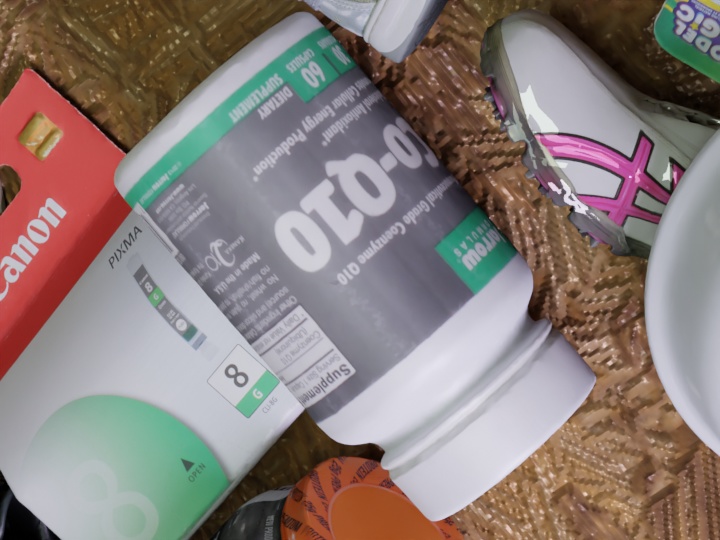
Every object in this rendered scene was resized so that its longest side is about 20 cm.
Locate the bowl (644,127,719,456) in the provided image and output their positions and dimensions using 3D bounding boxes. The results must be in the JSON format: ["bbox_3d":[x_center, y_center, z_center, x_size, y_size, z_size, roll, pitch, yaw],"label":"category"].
[{"bbox_3d":[0.211,0.022,0.813,0.200,0.090,0.202,-2,117,-4],"label":"bowl"}]

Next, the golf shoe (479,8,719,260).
[{"bbox_3d":[0.132,-0.037,0.882,0.092,0.073,0.200,-40,101,22],"label":"golf shoe"}]

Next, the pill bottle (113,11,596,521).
[{"bbox_3d":[0.000,0.000,0.924,0.113,0.113,0.200,-40,92,30],"label":"pill bottle"}]

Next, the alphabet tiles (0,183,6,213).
[{"bbox_3d":[-0.251,-0.055,1.071,0.167,0.008,0.201,-3,109,24],"label":"alphabet tiles"}]

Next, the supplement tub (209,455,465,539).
[{"bbox_3d":[-0.041,0.183,1.009,0.122,0.123,0.200,42,120,3],"label":"supplement tub"}]

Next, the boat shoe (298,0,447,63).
[{"bbox_3d":[0.031,-0.178,0.865,0.065,0.074,0.202,28,125,5],"label":"boat shoe"}]

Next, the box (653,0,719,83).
[{"bbox_3d":[0.203,-0.144,0.820,0.117,0.048,0.200,32,117,7],"label":"box"}]

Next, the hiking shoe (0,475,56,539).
[{"bbox_3d":[-0.197,0.121,1.078,0.200,0.074,0.087,47,110,10],"label":"hiking shoe"}]

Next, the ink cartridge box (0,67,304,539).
[{"bbox_3d":[-0.129,0.031,1.023,0.200,0.050,0.161,41,116,0],"label":"ink cartridge box"}]
